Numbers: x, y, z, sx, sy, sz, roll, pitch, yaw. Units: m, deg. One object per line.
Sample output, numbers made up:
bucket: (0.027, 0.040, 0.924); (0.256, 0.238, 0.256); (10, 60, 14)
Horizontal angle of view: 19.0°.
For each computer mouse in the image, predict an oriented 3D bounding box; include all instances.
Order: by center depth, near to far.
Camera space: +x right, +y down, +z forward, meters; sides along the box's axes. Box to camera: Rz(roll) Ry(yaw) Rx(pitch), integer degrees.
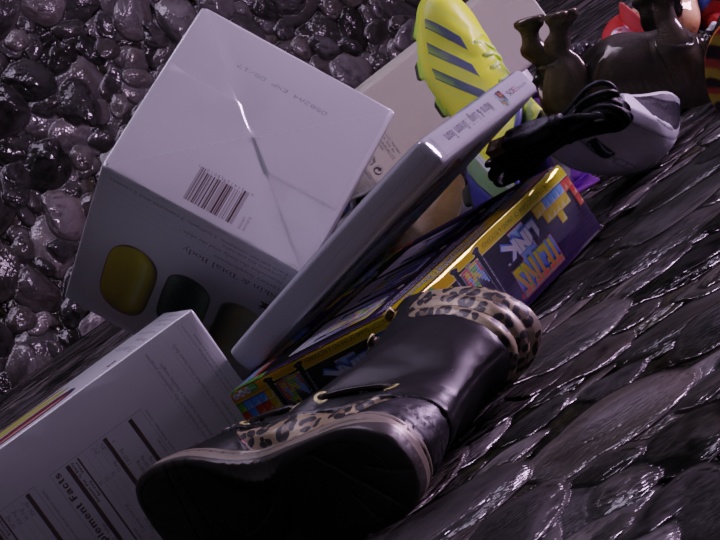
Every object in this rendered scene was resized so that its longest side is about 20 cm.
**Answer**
computer mouse: (0.165, -0.087, 1.422); (0.110, 0.044, 0.200); (-29, -11, 29)

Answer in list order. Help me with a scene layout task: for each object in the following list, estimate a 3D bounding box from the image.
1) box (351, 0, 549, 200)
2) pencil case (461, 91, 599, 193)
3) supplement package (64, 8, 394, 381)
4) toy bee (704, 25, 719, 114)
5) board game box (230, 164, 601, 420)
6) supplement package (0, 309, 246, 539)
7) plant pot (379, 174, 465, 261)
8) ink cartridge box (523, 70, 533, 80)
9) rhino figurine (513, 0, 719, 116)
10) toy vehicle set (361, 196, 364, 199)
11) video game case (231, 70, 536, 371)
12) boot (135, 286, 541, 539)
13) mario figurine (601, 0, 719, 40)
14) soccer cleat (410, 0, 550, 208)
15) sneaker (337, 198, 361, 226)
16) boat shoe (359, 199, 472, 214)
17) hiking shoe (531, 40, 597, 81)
box: (0.053, -0.141, 1.657); (0.200, 0.068, 0.082); (-39, 7, -17)
pencil case: (0.116, -0.088, 1.636); (0.084, 0.086, 0.200); (-29, 4, -11)
supplement package: (-0.096, -0.044, 1.504); (0.151, 0.152, 0.200); (-62, 1, -30)
toy bee: (0.289, -0.183, 1.351); (0.200, 0.109, 0.131); (-33, 5, 15)
board game box: (0.037, 0.026, 1.337); (0.165, 0.057, 0.200); (-26, 10, 41)
supplement package: (-0.166, 0.127, 1.380); (0.200, 0.110, 0.114); (-36, 6, -14)
plant pot: (0.000, 0.000, 1.557); (0.200, 0.027, 0.200); (-46, 17, 18)
ink cartridge box: (0.066, -0.093, 1.924); (0.145, 0.088, 0.200); (-40, 6, -34)
rhino figurine: (0.214, -0.155, 1.514); (0.200, 0.088, 0.060); (-12, 7, 6)
toy vehicle set: (-0.022, -0.053, 1.779); (0.124, 0.027, 0.200); (-10, -26, -16)
video game case: (0.017, -0.034, 1.369); (0.200, 0.024, 0.182); (-48, -4, 29)
boot: (-0.009, 0.079, 1.097); (0.200, 0.073, 0.151); (-23, 14, 45)
mario figurine: (0.282, -0.233, 1.767); (0.200, 0.106, 0.123); (-34, 9, -13)
soccer cleat: (0.095, -0.113, 1.499); (0.065, 0.200, 0.084); (-1, -24, -42)
sneaker: (-0.088, -0.033, 1.657); (0.200, 0.077, 0.076); (-27, 16, -23)
boat shoe: (0.046, -0.034, 1.689); (0.068, 0.072, 0.200); (-9, -1, -30)
hiking shoe: (0.185, -0.145, 1.820); (0.101, 0.076, 0.200); (-39, -7, 35)
